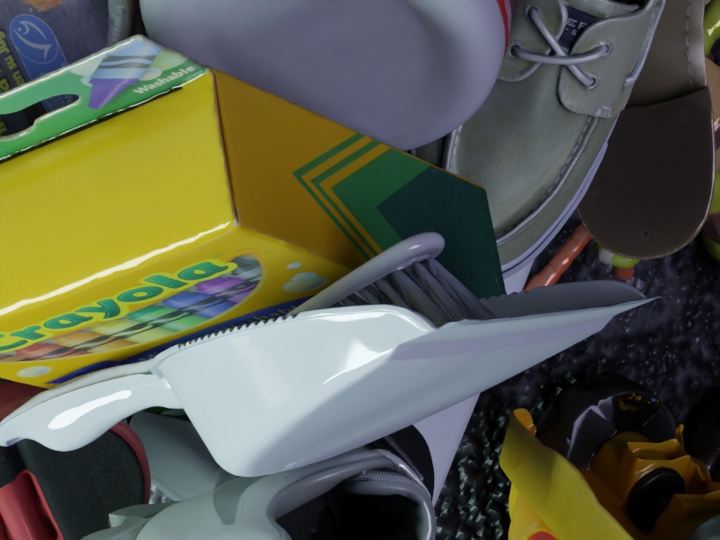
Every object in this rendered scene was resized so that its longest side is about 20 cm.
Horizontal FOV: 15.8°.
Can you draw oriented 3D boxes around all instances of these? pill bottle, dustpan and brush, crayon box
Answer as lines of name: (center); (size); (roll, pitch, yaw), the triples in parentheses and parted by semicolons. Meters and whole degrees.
pill bottle: (0.006, -0.146, 0.841); (0.116, 0.116, 0.201); (42, 47, -34)
dustpan and brush: (-0.028, 0.030, 0.763); (0.139, 0.200, 0.057); (-5, 68, -60)
crayon box: (-0.056, -0.004, 0.795); (0.200, 0.125, 0.052); (20, 55, -57)

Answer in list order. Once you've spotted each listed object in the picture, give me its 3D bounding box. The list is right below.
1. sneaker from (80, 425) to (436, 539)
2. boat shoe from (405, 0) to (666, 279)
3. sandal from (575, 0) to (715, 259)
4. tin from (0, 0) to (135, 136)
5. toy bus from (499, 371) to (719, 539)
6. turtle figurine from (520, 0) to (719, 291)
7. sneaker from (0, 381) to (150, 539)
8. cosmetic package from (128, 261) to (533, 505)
sneaker: (-0.004, 0.086, 0.829); (0.200, 0.088, 0.074); (-26, 100, -63)
boat shoe: (0.066, -0.089, 0.866); (0.072, 0.062, 0.201); (21, 97, -5)
sandal: (0.100, -0.112, 0.932); (0.077, 0.070, 0.213); (1, 95, 6)
tin: (-0.143, -0.117, 0.782); (0.112, 0.042, 0.201); (-37, 120, -25)
toy bus: (0.137, 0.153, 1.056); (0.199, 0.136, 0.193); (7, 115, -32)
turtle figurine: (0.129, -0.049, 1.020); (0.161, 0.064, 0.201); (41, 69, -42)
sneaker: (-0.165, 0.090, 0.869); (0.199, 0.087, 0.074); (-19, 110, -1)
cosmetic package: (0.000, 0.000, 0.947); (0.101, 0.074, 0.201); (23, 92, -35)
